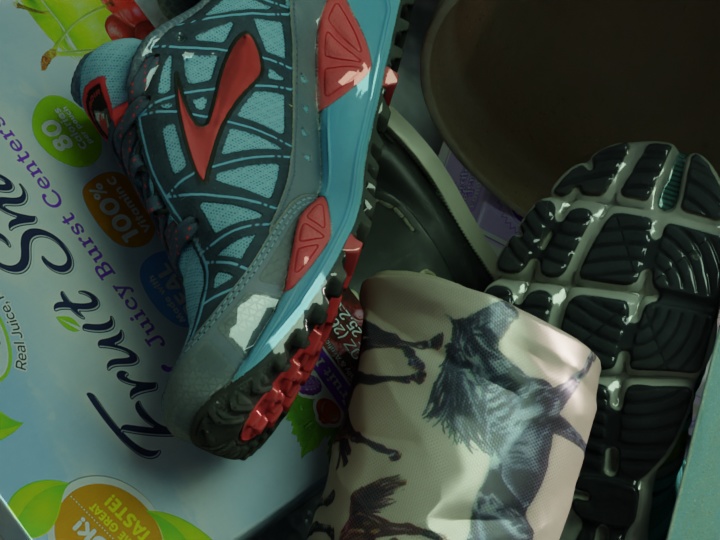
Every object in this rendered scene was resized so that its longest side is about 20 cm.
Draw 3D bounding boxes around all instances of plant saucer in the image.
[{"bbox_3d":[0.108,0.075,0.772,0.019,0.070,0.200,13,80,12],"label":"plant saucer"}]

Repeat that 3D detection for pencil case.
[{"bbox_3d":[0.013,0.098,0.724,0.078,0.089,0.200,21,74,-18],"label":"pencil case"}]

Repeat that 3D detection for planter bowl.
[{"bbox_3d":[0.133,-0.097,0.815,0.200,0.200,0.135,29,60,-18],"label":"planter bowl"}]

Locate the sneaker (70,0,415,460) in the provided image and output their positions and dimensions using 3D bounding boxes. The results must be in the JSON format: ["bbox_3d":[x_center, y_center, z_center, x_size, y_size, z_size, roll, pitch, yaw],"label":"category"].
[{"bbox_3d":[-0.046,-0.029,0.746,0.095,0.079,0.200,17,46,-6],"label":"sneaker"}]

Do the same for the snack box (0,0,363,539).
[{"bbox_3d":[-0.099,0.007,0.764,0.200,0.068,0.169,53,43,6],"label":"snack box"}]

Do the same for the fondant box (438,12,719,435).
[{"bbox_3d":[0.128,-0.021,0.933,0.200,0.058,0.144,26,70,-20],"label":"fondant box"}]

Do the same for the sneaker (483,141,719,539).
[{"bbox_3d":[0.077,0.054,0.811,0.077,0.200,0.080,15,11,21],"label":"sneaker"}]

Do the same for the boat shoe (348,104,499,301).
[{"bbox_3d":[0.000,0.000,0.837,0.200,0.072,0.068,53,53,-8],"label":"boat shoe"}]
